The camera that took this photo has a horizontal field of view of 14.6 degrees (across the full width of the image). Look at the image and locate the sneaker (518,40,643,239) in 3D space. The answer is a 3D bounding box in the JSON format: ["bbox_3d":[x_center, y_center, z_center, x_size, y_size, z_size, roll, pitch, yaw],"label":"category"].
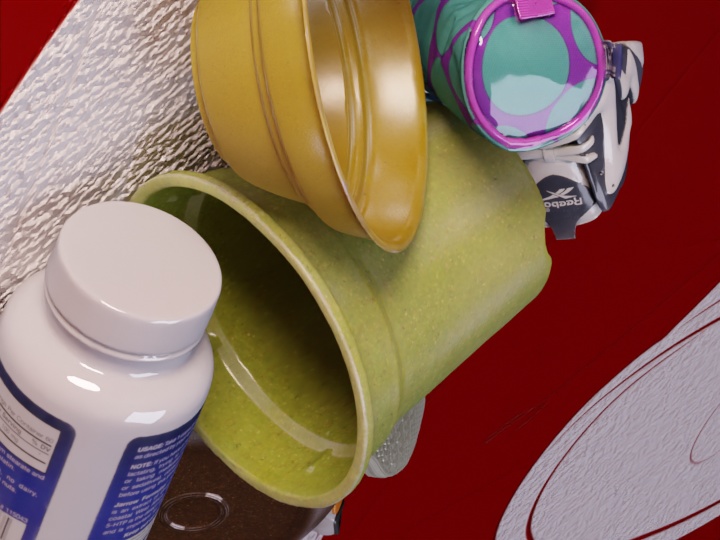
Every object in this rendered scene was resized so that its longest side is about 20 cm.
[{"bbox_3d":[0.123,-0.082,1.780,0.199,0.079,0.130,-13,105,-70],"label":"sneaker"}]

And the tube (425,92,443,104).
[{"bbox_3d":[0.045,-0.070,1.698,0.200,0.077,0.051,98,2,-74],"label":"tube"}]

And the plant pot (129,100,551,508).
[{"bbox_3d":[0.000,0.000,1.560,0.184,0.200,0.201,-31,154,-31],"label":"plant pot"}]

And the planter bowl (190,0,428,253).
[{"bbox_3d":[-0.033,-0.103,1.430,0.083,0.202,0.200,-9,167,16],"label":"planter bowl"}]

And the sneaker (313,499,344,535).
[{"bbox_3d":[-0.054,0.134,1.909,0.200,0.091,0.076,116,-16,-86],"label":"sneaker"}]

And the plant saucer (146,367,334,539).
[{"bbox_3d":[-0.100,0.131,1.676,0.199,0.037,0.201,-5,141,-4],"label":"plant saucer"}]

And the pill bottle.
[{"bbox_3d":[-0.146,0.066,1.515,0.119,0.120,0.200,-26,151,-45],"label":"pill bottle"}]

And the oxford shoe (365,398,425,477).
[{"bbox_3d":[-0.010,0.093,1.786,0.200,0.057,0.076,6,94,-67],"label":"oxford shoe"}]

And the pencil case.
[{"bbox_3d":[0.072,-0.126,1.527,0.200,0.085,0.093,-133,-128,-72],"label":"pencil case"}]
